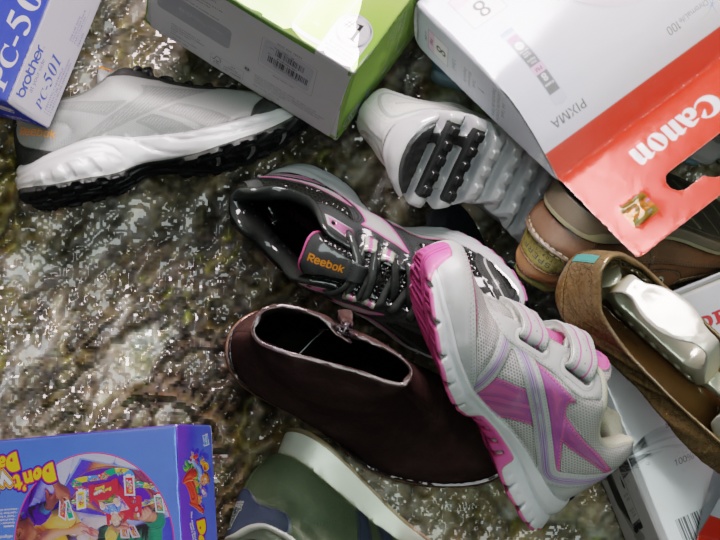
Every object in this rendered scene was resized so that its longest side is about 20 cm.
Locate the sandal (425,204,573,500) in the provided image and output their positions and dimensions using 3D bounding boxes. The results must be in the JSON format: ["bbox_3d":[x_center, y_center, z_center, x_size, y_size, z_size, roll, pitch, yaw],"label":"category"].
[{"bbox_3d":[0.096,0.048,1.369,0.043,0.076,0.201,-26,79,22],"label":"sandal"}]

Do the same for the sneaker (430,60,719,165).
[{"bbox_3d":[0.137,-0.108,1.412,0.199,0.074,0.082,29,121,4],"label":"sneaker"}]

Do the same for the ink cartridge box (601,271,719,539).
[{"bbox_3d":[0.226,0.109,1.388,0.146,0.083,0.201,-21,87,-13],"label":"ink cartridge box"}]

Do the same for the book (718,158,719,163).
[{"bbox_3d":[0.270,-0.134,1.446,0.133,0.048,0.200,-40,89,-10],"label":"book"}]

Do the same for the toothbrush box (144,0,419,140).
[{"bbox_3d":[-0.018,-0.205,1.354,0.145,0.086,0.200,33,63,7],"label":"toothbrush box"}]

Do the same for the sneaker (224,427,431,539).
[{"bbox_3d":[0.003,0.193,1.345,0.200,0.067,0.090,41,68,5],"label":"sneaker"}]

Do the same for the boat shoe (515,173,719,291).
[{"bbox_3d":[0.168,-0.019,1.379,0.068,0.199,0.072,-57,50,25],"label":"boat shoe"}]

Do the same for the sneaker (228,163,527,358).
[{"bbox_3d":[0.000,0.000,1.327,0.199,0.086,0.081,24,103,25],"label":"sneaker"}]

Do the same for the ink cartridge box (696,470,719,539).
[{"bbox_3d":[0.289,0.154,1.327,0.159,0.047,0.201,20,78,-8],"label":"ink cartridge box"}]

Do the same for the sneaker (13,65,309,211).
[{"bbox_3d":[-0.120,-0.096,1.366,0.199,0.074,0.080,-11,80,-10],"label":"sneaker"}]

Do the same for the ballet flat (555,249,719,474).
[{"bbox_3d":[0.198,0.058,1.269,0.200,0.072,0.068,44,72,2],"label":"ballet flat"}]

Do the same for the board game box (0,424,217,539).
[{"bbox_3d":[-0.181,0.165,1.285,0.199,0.045,0.135,-6,83,23],"label":"board game box"}]

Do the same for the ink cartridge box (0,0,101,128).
[{"bbox_3d":[-0.199,-0.192,1.353,0.094,0.044,0.201,13,78,36],"label":"ink cartridge box"}]

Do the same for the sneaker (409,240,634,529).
[{"bbox_3d":[0.093,0.053,1.258,0.088,0.081,0.200,-28,125,5],"label":"sneaker"}]

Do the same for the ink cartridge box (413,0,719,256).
[{"bbox_3d":[0.155,-0.129,1.307,0.162,0.057,0.200,-36,63,-17],"label":"ink cartridge box"}]

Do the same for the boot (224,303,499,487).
[{"bbox_3d":[0.014,0.078,1.315,0.199,0.166,0.073,22,80,-6],"label":"boot"}]

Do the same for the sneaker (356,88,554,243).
[{"bbox_3d":[0.081,-0.066,1.371,0.199,0.081,0.075,21,102,-41],"label":"sneaker"}]
